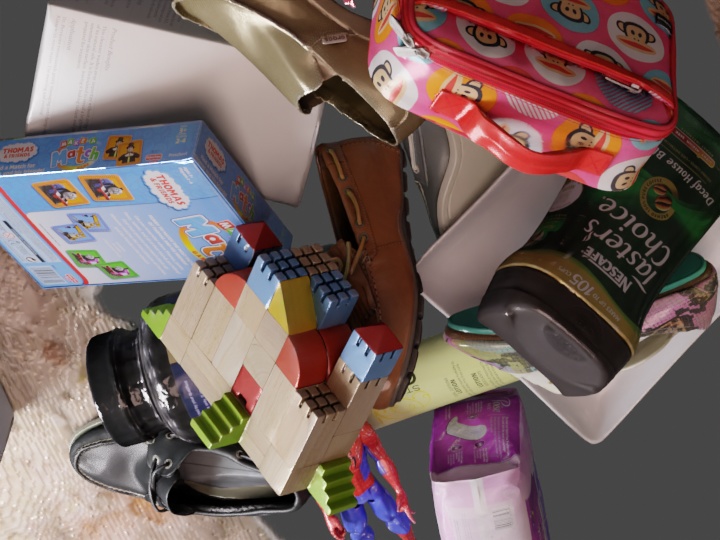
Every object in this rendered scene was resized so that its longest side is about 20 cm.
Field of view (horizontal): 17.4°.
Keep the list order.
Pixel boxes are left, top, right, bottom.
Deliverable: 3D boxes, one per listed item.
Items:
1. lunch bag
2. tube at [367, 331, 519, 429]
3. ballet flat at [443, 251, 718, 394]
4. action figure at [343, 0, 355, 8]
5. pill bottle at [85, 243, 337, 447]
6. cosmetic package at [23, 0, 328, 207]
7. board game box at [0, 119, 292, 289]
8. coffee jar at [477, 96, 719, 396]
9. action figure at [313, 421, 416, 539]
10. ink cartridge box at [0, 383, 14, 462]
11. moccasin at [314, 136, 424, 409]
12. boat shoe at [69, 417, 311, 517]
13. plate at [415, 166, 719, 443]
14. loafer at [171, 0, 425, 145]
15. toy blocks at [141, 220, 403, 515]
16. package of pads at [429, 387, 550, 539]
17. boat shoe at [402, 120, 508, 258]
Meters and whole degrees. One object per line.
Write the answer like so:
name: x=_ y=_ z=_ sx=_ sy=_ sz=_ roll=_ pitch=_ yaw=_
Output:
lunch bag: x=0.103 y=-0.134 z=1.495 sx=0.199 sy=0.177 sz=0.082 roll=20 pitch=135 yaw=-14
tube: x=0.034 y=0.084 z=1.743 sx=0.199 sy=0.052 sz=0.058 roll=-19 pitch=88 yaw=17
ballet flat: x=0.158 y=0.045 z=1.637 sx=0.199 sy=0.069 sz=0.071 roll=-15 pitch=114 yaw=-10
action figure: x=-0.063 y=-0.246 z=1.487 sx=0.149 sy=0.134 sz=0.200 roll=-31 pitch=91 yaw=32
pill bottle: x=-0.091 y=0.060 z=1.700 sx=0.199 sy=0.112 sz=0.112 roll=-17 pitch=116 yaw=11
cosmetic package: x=-0.122 y=-0.128 z=1.622 sx=0.199 sy=0.081 sz=0.113 roll=14 pitch=118 yaw=-5
board game box: x=-0.167 y=-0.042 z=1.626 sx=0.199 sy=0.037 sz=0.151 roll=-3 pitch=149 yaw=24
coffee jar: x=0.166 y=-0.018 z=1.568 sx=0.104 sy=0.085 sz=0.200 roll=40 pitch=70 yaw=-15
action figure: x=0.003 y=0.170 z=1.757 sx=0.065 sy=0.052 sz=0.200 roll=-19 pitch=130 yaw=7
ink cartridge box: x=-0.376 y=0.094 z=1.749 sx=0.199 sy=0.083 sz=0.146 roll=-14 pitch=116 yaw=10
moccasin: x=0.000 y=-0.001 z=1.606 sx=0.077 sy=0.202 sz=0.074 roll=-1 pitch=158 yaw=-11
boat shoe: x=-0.128 y=0.154 z=1.772 sx=0.198 sy=0.066 sz=0.075 roll=8 pitch=125 yaw=5
plate: x=0.164 y=-0.009 z=1.670 sx=0.200 sy=0.032 sz=0.200 roll=41 pitch=96 yaw=-19
loafer: x=-0.037 y=-0.144 z=1.531 sx=0.199 sy=0.076 sz=0.068 roll=22 pitch=73 yaw=-1
toy blocks: x=-0.053 y=0.044 z=1.552 sx=0.100 sy=0.200 sz=0.137 roll=-12 pitch=140 yaw=-41
package of pads: x=0.102 y=0.202 z=1.759 sx=0.075 sy=0.121 sz=0.201 roll=-8 pitch=118 yaw=7
boat shoe: x=0.063 y=-0.095 z=1.650 sx=0.073 sy=0.062 sz=0.201 roll=-31 pitch=132 yaw=-28
